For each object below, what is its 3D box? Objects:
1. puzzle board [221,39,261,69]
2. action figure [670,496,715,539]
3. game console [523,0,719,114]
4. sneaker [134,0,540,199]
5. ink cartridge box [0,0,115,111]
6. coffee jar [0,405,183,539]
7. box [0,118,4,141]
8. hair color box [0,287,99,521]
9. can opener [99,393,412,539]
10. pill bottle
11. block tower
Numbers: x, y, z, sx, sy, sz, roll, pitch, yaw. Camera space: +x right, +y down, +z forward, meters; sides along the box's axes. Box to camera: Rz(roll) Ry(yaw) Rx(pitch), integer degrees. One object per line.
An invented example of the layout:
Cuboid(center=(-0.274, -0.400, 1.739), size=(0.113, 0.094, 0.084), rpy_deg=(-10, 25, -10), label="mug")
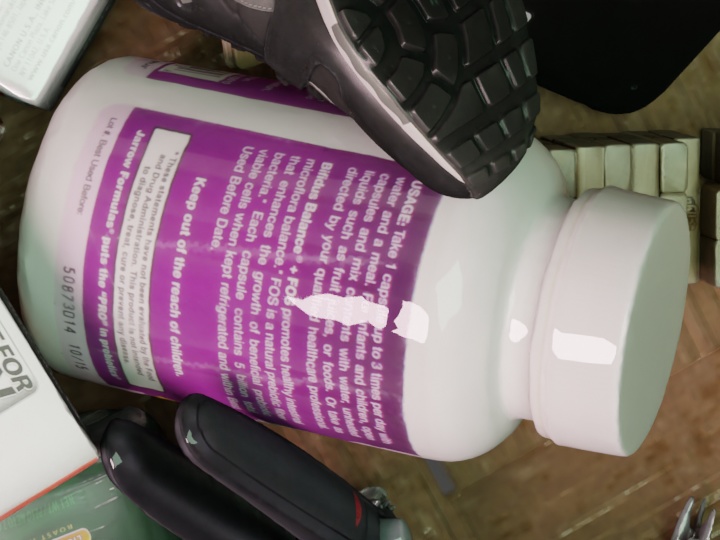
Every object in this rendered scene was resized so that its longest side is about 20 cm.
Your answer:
Cuboid(center=(0.006, -0.181, 0.979), size=(0.151, 0.017, 0.200), rpy_deg=(-20, 116, -29), label="puzzle board")
Cuboid(center=(0.181, 0.145, 1.072), size=(0.200, 0.069, 0.130), rpy_deg=(5, 105, -8), label="action figure")
Cuboid(center=(0.060, -0.173, 0.996), size=(0.200, 0.116, 0.176), rpy_deg=(20, 123, -36), label="game console")
Cuboid(center=(-0.027, -0.099, 0.906), size=(0.200, 0.088, 0.076), rpy_deg=(53, 47, 0), label="sneaker")
Cuboid(center=(-0.153, -0.169, 0.982), size=(0.200, 0.050, 0.162), rpy_deg=(30, 91, 1), label="ink cartridge box")
Cuboid(center=(-0.088, 0.155, 1.006), size=(0.104, 0.085, 0.200), rpy_deg=(-20, 101, -8), label="coffee jar")
Cuboid(center=(-0.210, 0.011, 0.970), size=(0.100, 0.075, 0.200), rpy_deg=(31, 88, -14), label="box")
Cuboid(center=(-0.191, 0.066, 0.909), size=(0.200, 0.061, 0.102), rpy_deg=(-31, 96, -5), label="hair color box")
Cuboid(center=(-0.021, 0.089, 0.979), size=(0.063, 0.079, 0.200), rpy_deg=(-23, 145, 10), label="can opener")
Cuboid(center=(0.000, 0.000, 0.952), size=(0.200, 0.112, 0.112), rpy_deg=(12, 95, 18), label="pill bottle")
Cuboid(center=(0.118, -0.022, 1.043), size=(0.200, 0.054, 0.058), rpy_deg=(-2, 97, -11), label="block tower")
